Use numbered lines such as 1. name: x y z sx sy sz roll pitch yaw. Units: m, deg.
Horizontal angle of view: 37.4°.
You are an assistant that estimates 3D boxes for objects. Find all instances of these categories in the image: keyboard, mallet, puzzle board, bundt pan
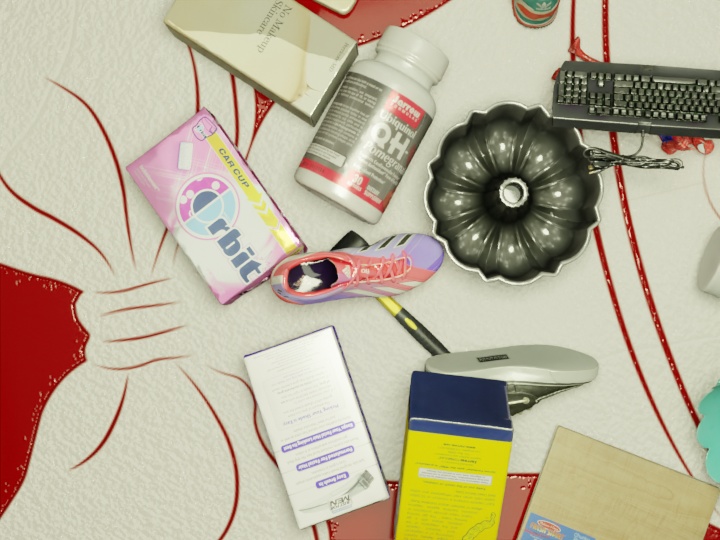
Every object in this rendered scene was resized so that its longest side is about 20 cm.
1. keyboard: 0.304 -0.162 1.136 0.197 0.021 0.129 4 77 8
2. mallet: 0.044 0.034 1.216 0.199 0.041 0.066 36 87 -3
3. puzzle board: 0.291 0.283 1.211 0.198 0.017 0.153 21 90 2
4. bundt pan: 0.167 -0.082 1.190 0.199 0.076 0.205 0 86 0

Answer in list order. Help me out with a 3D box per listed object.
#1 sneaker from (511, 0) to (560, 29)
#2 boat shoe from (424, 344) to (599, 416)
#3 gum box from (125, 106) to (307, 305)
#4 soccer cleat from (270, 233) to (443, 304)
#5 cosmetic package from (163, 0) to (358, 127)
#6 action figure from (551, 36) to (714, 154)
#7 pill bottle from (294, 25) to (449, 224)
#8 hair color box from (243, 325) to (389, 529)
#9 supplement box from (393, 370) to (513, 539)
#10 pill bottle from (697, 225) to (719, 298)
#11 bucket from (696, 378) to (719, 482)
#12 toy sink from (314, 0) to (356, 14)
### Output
1. sneaker: 0.194 -0.380 1.189 0.069 0.093 0.203 -6 89 1
2. boat shoe: 0.169 0.126 1.196 0.197 0.071 0.065 -2 110 -2
3. gum box: -0.158 -0.066 1.203 0.113 0.066 0.201 -36 88 2
4. soccer cleat: 0.000 0.000 1.154 0.197 0.076 0.068 -8 91 -9
5. cosmetic package: -0.110 -0.263 1.205 0.199 0.073 0.104 32 89 3
6. action figure: 0.316 -0.189 1.184 0.199 0.099 0.066 32 90 -1
7. pill bottle: 0.017 -0.163 1.180 0.110 0.111 0.202 28 90 2
8. hair color box: -0.049 0.174 1.198 0.108 0.065 0.203 -18 87 0
9. supplement box: 0.096 0.226 1.138 0.108 0.109 0.203 6 112 2
10. pill bottle: 0.479 0.018 1.166 0.197 0.109 0.111 19 89 2
11. bucket: 0.470 0.178 1.109 0.134 0.207 0.209 -26 88 -25
12. toy sink: -0.074 -0.397 1.187 0.198 0.112 0.132 28 90 2
